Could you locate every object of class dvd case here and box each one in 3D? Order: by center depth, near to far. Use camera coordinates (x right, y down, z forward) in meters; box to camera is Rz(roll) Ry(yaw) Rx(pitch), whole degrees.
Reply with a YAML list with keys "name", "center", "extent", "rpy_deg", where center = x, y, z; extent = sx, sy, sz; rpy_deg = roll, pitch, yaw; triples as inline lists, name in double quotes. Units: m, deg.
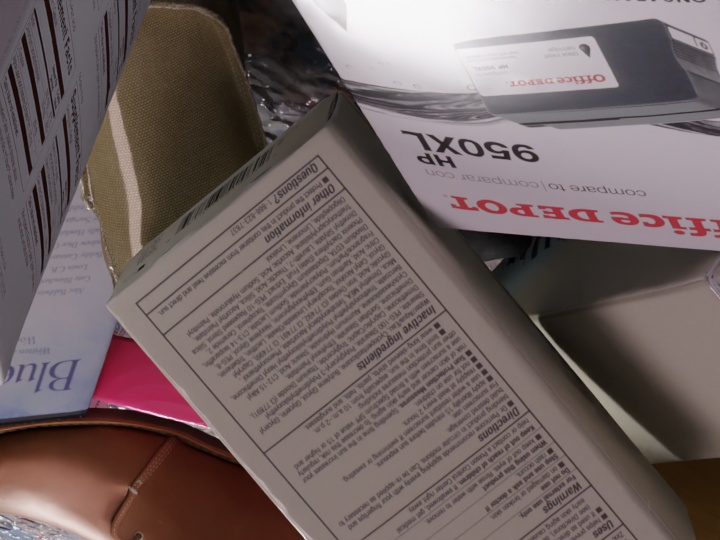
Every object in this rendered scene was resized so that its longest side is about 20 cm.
- name: "dvd case"
  center: [-0.152, -0.007, 0.993]
  extent: [0.143, 0.018, 0.200]
  rpy_deg: [-5, 138, -29]

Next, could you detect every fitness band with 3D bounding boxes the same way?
- name: "fitness band"
  center: [-0.034, 0.058, 1.127]
  extent: [0.200, 0.037, 0.144]
  rpy_deg: [11, -179, 15]

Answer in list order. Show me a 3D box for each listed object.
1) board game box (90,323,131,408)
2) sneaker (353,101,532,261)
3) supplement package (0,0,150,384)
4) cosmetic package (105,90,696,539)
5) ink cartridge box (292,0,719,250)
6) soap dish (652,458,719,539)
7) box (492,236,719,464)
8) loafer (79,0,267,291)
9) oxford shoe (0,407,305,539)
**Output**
- name: "board game box"
  center: [-0.224, 0.043, 1.220]
  extent: [0.200, 0.105, 0.103]
  rpy_deg: [-1, 149, 38]
- name: "sneaker"
  center: [0.000, 0.000, 1.011]
  extent: [0.082, 0.073, 0.200]
  rpy_deg: [21, 158, -15]
- name: "supplement package"
  center: [-0.166, -0.106, 0.760]
  extent: [0.191, 0.200, 0.147]
  rpy_deg: [16, 155, 4]
- name: "cosmetic package"
  center: [0.016, 0.048, 0.888]
  extent: [0.200, 0.104, 0.073]
  rpy_deg: [51, -170, -9]
- name: "ink cartridge box"
  center: [0.064, -0.091, 0.765]
  extent: [0.144, 0.084, 0.200]
  rpy_deg: [6, 153, 27]
- name: "soap dish"
  center: [0.117, 0.114, 1.007]
  extent: [0.200, 0.157, 0.081]
  rpy_deg: [31, 145, 48]
- name: "box"
  center: [0.115, 0.018, 0.915]
  extent: [0.082, 0.068, 0.200]
  rpy_deg: [47, 158, -13]
- name: "loafer"
  center: [-0.067, -0.038, 0.936]
  extent: [0.076, 0.067, 0.200]
  rpy_deg: [-19, 142, -7]
- name: "oxford shoe"
  center: [-0.092, 0.107, 1.117]
  extent: [0.200, 0.071, 0.071]
  rpy_deg: [9, 148, -8]
